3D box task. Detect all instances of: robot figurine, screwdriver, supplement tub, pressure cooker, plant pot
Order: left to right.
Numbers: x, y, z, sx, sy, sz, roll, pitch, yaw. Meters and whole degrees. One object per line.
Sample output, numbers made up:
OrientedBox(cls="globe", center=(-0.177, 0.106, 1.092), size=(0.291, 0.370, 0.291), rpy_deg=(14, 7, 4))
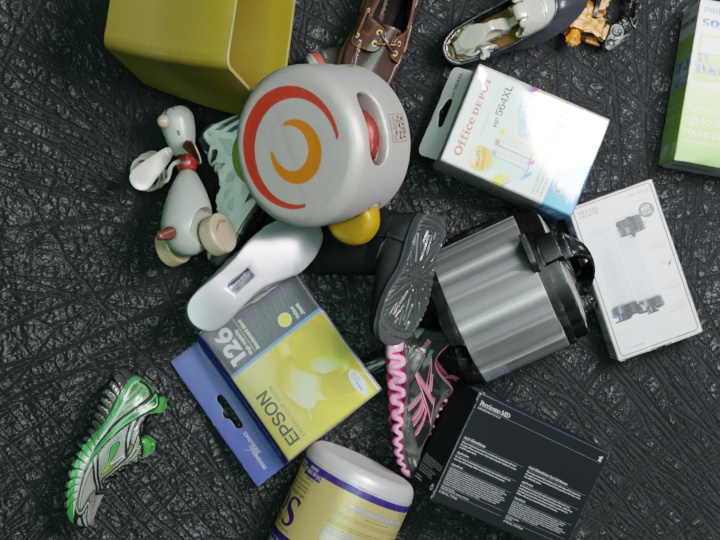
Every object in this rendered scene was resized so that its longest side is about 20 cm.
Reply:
OrientedBox(cls="plant pot", center=(-0.194, -0.305, 1.556), size=(0.174, 0.200, 0.203), rpy_deg=(3, 78, 15))
OrientedBox(cls="screwdriver", center=(-0.044, 0.148, 1.640), size=(0.198, 0.029, 0.028), rpy_deg=(-25, 90, -6))
OrientedBox(cls="supplement tub", center=(-0.035, 0.326, 1.585), size=(0.144, 0.145, 0.202), rpy_deg=(25, 89, -1))
OrientedBox(cls="pressure cooker", center=(0.190, 0.027, 1.568), size=(0.198, 0.176, 0.180), rpy_deg=(-24, 107, 8))
OrientedBox(cls="robot figurine", center=(0.294, -0.374, 1.632), size=(0.143, 0.058, 0.202), rpy_deg=(19, 89, 0))

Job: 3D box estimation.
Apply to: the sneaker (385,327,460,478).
OrientedBox(cls="sneaker", center=(0.080, 0.161, 1.609), size=(0.094, 0.079, 0.203), rpy_deg=(-4, 105, -3))

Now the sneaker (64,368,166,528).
OrientedBox(cls="sneaker", center=(-0.307, 0.230, 1.616), size=(0.084, 0.078, 0.202), rpy_deg=(25, 89, -1))

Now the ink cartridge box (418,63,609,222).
OrientedBox(cls="ink cartridge box", center=(0.182, -0.159, 1.597), size=(0.198, 0.125, 0.130), rpy_deg=(22, 90, -1))

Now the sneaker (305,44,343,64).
OrientedBox(cls="sneaker", center=(0.003, -0.193, 1.623), size=(0.081, 0.077, 0.202), rpy_deg=(-25, 92, -9))

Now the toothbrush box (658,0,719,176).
OrientedBox(cls="toothbrush box", center=(0.466, -0.220, 1.621), size=(0.143, 0.086, 0.203), rpy_deg=(10, 89, -1))

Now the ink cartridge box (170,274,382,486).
OrientedBox(cls="ink cartridge box", center=(-0.109, 0.130, 1.621), size=(0.199, 0.047, 0.198), rpy_deg=(-37, 81, -2))

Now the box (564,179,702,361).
OrientedBox(cls="box", center=(0.339, 0.000, 1.632), size=(0.115, 0.060, 0.202), rpy_deg=(-20, 90, -1))

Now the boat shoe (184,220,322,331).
OrientedBox(cls="boat shoe", center=(-0.133, 0.004, 1.595), size=(0.200, 0.066, 0.072), rpy_deg=(-43, 100, -13))

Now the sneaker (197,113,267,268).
OrientedBox(cls="sneaker", center=(-0.165, -0.110, 1.629), size=(0.114, 0.076, 0.202), rpy_deg=(27, 82, 8))

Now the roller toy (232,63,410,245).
OrientedBox(cls="roller toy", center=(-0.038, -0.146, 1.512), size=(0.199, 0.139, 0.184), rpy_deg=(39, 117, 22))

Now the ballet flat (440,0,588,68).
OrientedBox(cls="ballet flat", center=(0.184, -0.302, 1.591), size=(0.198, 0.073, 0.074), rpy_deg=(-21, 90, 23))

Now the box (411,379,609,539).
OrientedBox(cls="box", center=(0.184, 0.241, 1.594), size=(0.198, 0.079, 0.142), rpy_deg=(26, 92, -19))

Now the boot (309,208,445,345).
OrientedBox(cls="boot", center=(0.000, -0.001, 1.562), size=(0.065, 0.199, 0.167), rpy_deg=(34, 74, -40))

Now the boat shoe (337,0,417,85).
OrientedBox(cls="boat shoe", center=(0.024, -0.287, 1.591), size=(0.070, 0.070, 0.203), rpy_deg=(21, 70, -24))

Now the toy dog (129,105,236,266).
OrientedBox(cls="toy dog", center=(-0.227, -0.098, 1.565), size=(0.132, 0.096, 0.201), rpy_deg=(-39, 69, 22))
